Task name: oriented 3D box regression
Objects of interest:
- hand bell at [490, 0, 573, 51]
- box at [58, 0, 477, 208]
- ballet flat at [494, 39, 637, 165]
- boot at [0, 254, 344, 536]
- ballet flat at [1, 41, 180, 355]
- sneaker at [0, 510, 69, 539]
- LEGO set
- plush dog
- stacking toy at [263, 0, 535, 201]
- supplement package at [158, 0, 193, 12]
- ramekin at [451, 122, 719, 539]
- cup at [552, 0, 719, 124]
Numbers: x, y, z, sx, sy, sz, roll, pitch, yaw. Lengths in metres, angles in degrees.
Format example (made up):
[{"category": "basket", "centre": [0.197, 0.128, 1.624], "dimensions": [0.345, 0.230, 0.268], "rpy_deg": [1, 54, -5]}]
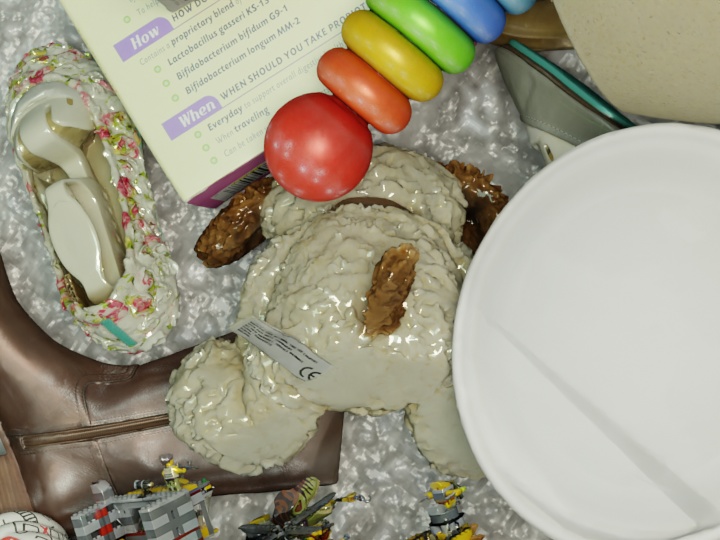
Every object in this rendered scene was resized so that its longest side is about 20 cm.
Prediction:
[{"category": "hand bell", "centre": [0.102, -0.228, 1.168], "dimensions": [0.104, 0.104, 0.200], "rpy_deg": [-7, 76, 6]}, {"category": "box", "centre": [-0.064, -0.162, 1.166], "dimensions": [0.176, 0.097, 0.200], "rpy_deg": [-32, 87, 5]}, {"category": "ballet flat", "centre": [0.136, -0.050, 1.125], "dimensions": [0.200, 0.067, 0.064], "rpy_deg": [34, 95, 25]}, {"category": "boot", "centre": [-0.113, 0.044, 1.187], "dimensions": [0.200, 0.064, 0.187], "rpy_deg": [-14, 93, 5]}, {"category": "ballet flat", "centre": [-0.148, -0.048, 1.156], "dimensions": [0.076, 0.064, 0.200], "rpy_deg": [-33, 64, 15]}, {"category": "sneaker", "centre": [-0.135, 0.205, 1.170], "dimensions": [0.067, 0.201, 0.108], "rpy_deg": [-43, 42, -8]}, {"category": "LEGO set", "centre": [-0.042, 0.132, 1.066], "dimensions": [0.200, 0.154, 0.116], "rpy_deg": [-8, 101, 50]}, {"category": "plush dog", "centre": [0.000, 0.000, 1.123], "dimensions": [0.200, 0.172, 0.161], "rpy_deg": [0, 133, -6]}, {"category": "stacking toy", "centre": [0.024, -0.119, 1.072], "dimensions": [0.085, 0.085, 0.200], "rpy_deg": [41, 93, 5]}, {"category": "supplement package", "centre": [-0.042, -0.226, 1.059], "dimensions": [0.200, 0.114, 0.110], "rpy_deg": [-30, 88, 3]}, {"category": "ramekin", "centre": [0.150, 0.038, 1.022], "dimensions": [0.202, 0.094, 0.203], "rpy_deg": [-7, 77, 32]}, {"category": "cup", "centre": [0.164, -0.145, 0.981], "dimensions": [0.143, 0.200, 0.200], "rpy_deg": [-22, 87, 21]}]
